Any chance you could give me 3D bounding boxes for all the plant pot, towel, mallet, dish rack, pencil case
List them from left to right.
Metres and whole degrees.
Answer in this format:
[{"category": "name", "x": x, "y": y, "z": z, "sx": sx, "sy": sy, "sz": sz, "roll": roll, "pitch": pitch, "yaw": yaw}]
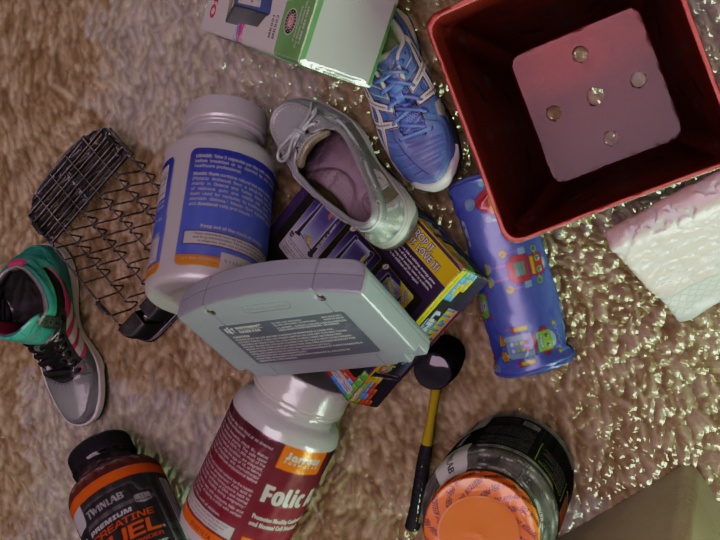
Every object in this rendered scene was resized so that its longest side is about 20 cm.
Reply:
[{"category": "dish rack", "x": -0.246, "y": -0.041, "z": 1.213, "sx": 0.153, "sy": 0.055, "sz": 0.200, "roll": -45, "pitch": 81, "yaw": 14}, {"category": "mallet", "x": 0.063, "y": 0.164, "z": 1.135, "sx": 0.041, "sy": 0.066, "sz": 0.202, "roll": 12, "pitch": 99, "yaw": 16}, {"category": "pencil case", "x": 0.139, "y": -0.001, "z": 1.091, "sx": 0.078, "sy": 0.087, "sz": 0.201, "roll": -16, "pitch": 92, "yaw": -13}, {"category": "plant pot", "x": 0.196, "y": -0.156, "z": 1.009, "sx": 0.199, "sy": 0.176, "sz": 0.201, "roll": -20, "pitch": 90, "yaw": 17}, {"category": "plant pot", "x": 0.265, "y": 0.325, "z": 1.036, "sx": 0.199, "sy": 0.177, "sz": 0.200, "roll": -34, "pitch": 86, "yaw": 15}, {"category": "towel", "x": 0.325, "y": -0.036, "z": 0.983, "sx": 0.199, "sy": 0.191, "sz": 0.032, "roll": -29, "pitch": 57, "yaw": 17}]

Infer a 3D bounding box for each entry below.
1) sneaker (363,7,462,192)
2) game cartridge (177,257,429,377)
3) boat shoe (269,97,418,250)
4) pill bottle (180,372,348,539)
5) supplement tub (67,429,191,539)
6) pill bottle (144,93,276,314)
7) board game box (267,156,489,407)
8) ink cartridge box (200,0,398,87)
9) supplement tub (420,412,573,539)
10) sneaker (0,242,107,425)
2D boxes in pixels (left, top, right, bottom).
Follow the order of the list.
[{"category": "sneaker", "x": 0.033, "y": -0.164, "z": 1.087, "sx": 0.075, "sy": 0.077, "sz": 0.201, "roll": -27, "pitch": 74, "yaw": 16}, {"category": "game cartridge", "x": -0.055, "y": 0.042, "z": 1.016, "sx": 0.199, "sy": 0.133, "sz": 0.041, "roll": -8, "pitch": 56, "yaw": 32}, {"category": "boat shoe", "x": -0.026, "y": -0.097, "z": 1.072, "sx": 0.074, "sy": 0.065, "sz": 0.202, "roll": -47, "pitch": 56, "yaw": 15}, {"category": "pill bottle", "x": -0.090, "y": 0.183, "z": 1.156, "sx": 0.114, "sy": 0.114, "sz": 0.201, "roll": 28, "pitch": 103, "yaw": 12}, {"category": "supplement tub", "x": -0.232, "y": 0.263, "z": 1.190, "sx": 0.107, "sy": 0.107, "sz": 0.201, "roll": -42, "pitch": 61, "yaw": 16}, {"category": "pill bottle", "x": -0.139, "y": -0.062, "z": 1.120, "sx": 0.111, "sy": 0.112, "sz": 0.201, "roll": -2, "pitch": 66, "yaw": 16}, {"category": "board game box", "x": 0.000, "y": 0.000, "z": 1.105, "sx": 0.165, "sy": 0.057, "sz": 0.200, "roll": -48, "pitch": 57, "yaw": 14}, {"category": "ink cartridge box", "x": -0.053, "y": -0.263, "z": 1.064, "sx": 0.200, "sy": 0.087, "sz": 0.146, "roll": 31, "pitch": 106, "yaw": 53}, {"category": "supplement tub", "x": 0.124, "y": 0.207, "z": 1.052, "sx": 0.122, "sy": 0.200, "sz": 0.124, "roll": 1, "pitch": 95, "yaw": 16}, {"category": "sneaker", "x": -0.329, "y": 0.073, "z": 1.210, "sx": 0.083, "sy": 0.121, "sz": 0.201, "roll": -15, "pitch": 91, "yaw": 17}]
